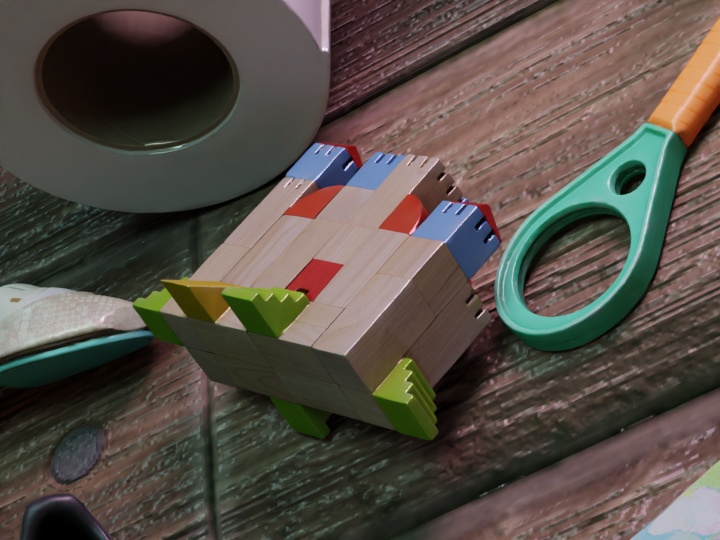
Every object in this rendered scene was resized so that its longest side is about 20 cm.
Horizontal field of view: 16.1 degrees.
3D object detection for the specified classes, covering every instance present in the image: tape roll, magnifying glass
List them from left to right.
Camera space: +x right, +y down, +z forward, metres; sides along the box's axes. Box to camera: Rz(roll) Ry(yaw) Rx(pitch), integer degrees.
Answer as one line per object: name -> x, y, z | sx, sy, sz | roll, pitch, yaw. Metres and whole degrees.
tape roll -> -0.115, -0.147, 1.365 | 0.203, 0.203, 0.139 | -23, 45, 24
magnifying glass -> 0.133, -0.048, 1.208 | 0.080, 0.022, 0.200 | 25, 74, 49

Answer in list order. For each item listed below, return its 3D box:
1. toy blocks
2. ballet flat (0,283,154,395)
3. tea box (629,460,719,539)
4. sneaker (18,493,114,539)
toy blocks -> 0.000, 0.000, 1.238 | 0.137, 0.100, 0.200 | -48, 33, -22
ballet flat -> -0.200, 0.039, 1.374 | 0.200, 0.067, 0.062 | -22, 76, 25
tea box -> 0.180, 0.173, 0.894 | 0.197, 0.134, 0.200 | -42, 40, 3
sneaker -> -0.130, 0.183, 1.179 | 0.077, 0.084, 0.200 | -18, 41, -10
